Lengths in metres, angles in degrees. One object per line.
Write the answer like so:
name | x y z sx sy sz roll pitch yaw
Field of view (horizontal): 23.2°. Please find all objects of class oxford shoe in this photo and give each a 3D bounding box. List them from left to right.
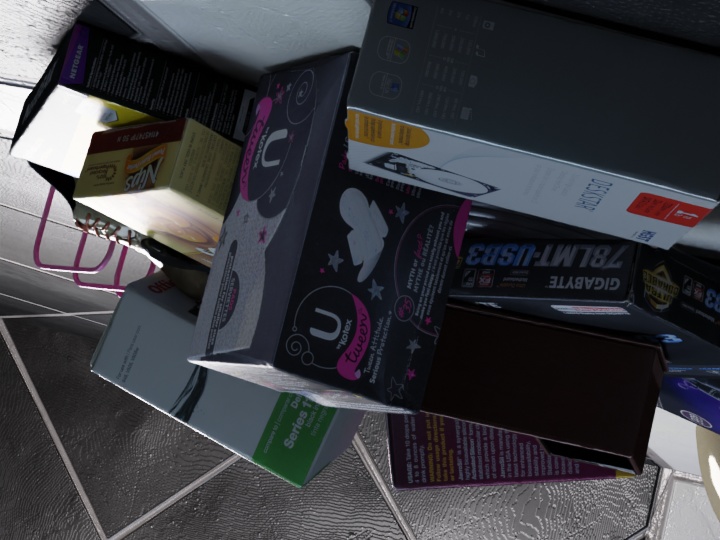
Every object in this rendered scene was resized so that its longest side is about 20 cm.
oxford shoe | -0.190 -0.039 1.403 0.200 0.075 0.071 44 145 23

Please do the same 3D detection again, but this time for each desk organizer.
desk organizer | 0.101 0.075 1.188 0.198 0.078 0.072 11 166 17

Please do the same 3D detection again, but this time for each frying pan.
frying pan | -0.110 -0.013 1.337 0.031 0.115 0.190 -31 136 13

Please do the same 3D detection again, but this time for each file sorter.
file sorter | -0.172 -0.030 1.567 0.199 0.127 0.138 22 169 -39

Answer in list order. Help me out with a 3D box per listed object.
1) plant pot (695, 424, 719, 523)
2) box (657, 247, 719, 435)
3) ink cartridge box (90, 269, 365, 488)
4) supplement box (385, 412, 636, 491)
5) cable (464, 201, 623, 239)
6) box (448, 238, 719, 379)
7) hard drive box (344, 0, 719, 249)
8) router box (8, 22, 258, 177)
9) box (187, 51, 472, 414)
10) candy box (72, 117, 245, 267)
plant pot | 0.426 0.181 1.814 0.135 0.200 0.200 49 -179 16
box | 0.298 0.072 1.420 0.140 0.079 0.200 27 167 25
ink cartridge box | -0.097 0.078 1.420 0.199 0.084 0.147 28 -165 9
supplement box | 0.123 0.112 1.443 0.198 0.104 0.131 -4 -172 4
cable | 0.106 -0.035 1.269 0.198 0.070 0.200 14 171 1
box | 0.163 0.028 1.209 0.199 0.050 0.198 1 164 43
hard drive box | 0.096 -0.083 0.964 0.198 0.078 0.156 14 172 3
router box | -0.162 -0.104 1.268 0.148 0.052 0.200 19 164 -16
box | -0.017 -0.022 1.118 0.114 0.202 0.132 20 169 -28
candy box | -0.087 -0.038 1.227 0.199 0.056 0.115 28 161 -39
